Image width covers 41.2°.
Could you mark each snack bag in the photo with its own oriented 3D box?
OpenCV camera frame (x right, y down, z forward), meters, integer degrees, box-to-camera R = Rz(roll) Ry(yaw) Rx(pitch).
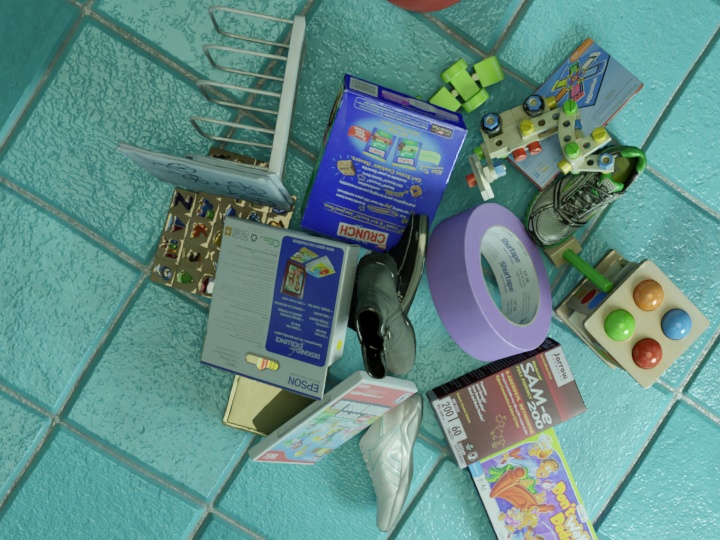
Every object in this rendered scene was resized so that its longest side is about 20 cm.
[{"bbox_3d":[-0.189,-0.119,1.212,0.199,0.189,0.022,13,85,6],"label":"snack bag"}]

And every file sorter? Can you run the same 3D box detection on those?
[{"bbox_3d":[-0.146,-0.221,1.235,0.124,0.139,0.202,9,88,-2],"label":"file sorter"}]

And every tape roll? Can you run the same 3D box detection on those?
[{"bbox_3d":[0.173,0.015,1.268,0.065,0.200,0.201,-22,100,39],"label":"tape roll"}]

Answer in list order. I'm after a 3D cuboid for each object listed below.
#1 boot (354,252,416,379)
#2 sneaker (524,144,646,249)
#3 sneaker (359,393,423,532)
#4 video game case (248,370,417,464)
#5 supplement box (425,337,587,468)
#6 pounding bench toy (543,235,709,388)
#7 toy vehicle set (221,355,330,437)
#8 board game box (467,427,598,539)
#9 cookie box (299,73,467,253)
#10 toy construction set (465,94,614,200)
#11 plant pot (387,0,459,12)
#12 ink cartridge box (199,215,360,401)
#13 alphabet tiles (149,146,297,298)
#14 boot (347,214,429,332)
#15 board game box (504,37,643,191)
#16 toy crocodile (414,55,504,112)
[{"bbox_3d":[0.023,0.089,1.193,0.067,0.131,0.201,-5,129,12],"label":"boot"},{"bbox_3d":[0.306,-0.108,1.310,0.200,0.085,0.078,-42,95,-8],"label":"sneaker"},{"bbox_3d":[0.037,0.267,1.353,0.080,0.070,0.202,9,92,9],"label":"sneaker"},{"bbox_3d":[-0.035,0.200,1.275,0.200,0.143,0.018,-38,61,21],"label":"video game case"},{"bbox_3d":[0.206,0.186,1.356,0.199,0.061,0.109,-24,97,-3],"label":"supplement box"},{"bbox_3d":[0.343,0.038,1.303,0.200,0.156,0.124,44,91,-7],"label":"pounding bench toy"},{"bbox_3d":[-0.107,0.135,1.340,0.123,0.027,0.201,17,94,-6],"label":"toy vehicle set"},{"bbox_3d":[0.247,0.335,1.382,0.134,0.045,0.201,-24,97,-2],"label":"board game box"},{"bbox_3d":[0.026,-0.132,1.268,0.170,0.075,0.201,18,115,-7],"label":"cookie box"},{"bbox_3d":[0.227,-0.162,1.273,0.199,0.092,0.132,-18,74,-3],"label":"toy construction set"},{"bbox_3d":[0.102,-0.439,1.212,0.199,0.177,0.202,-2,99,-10],"label":"plant pot"},{"bbox_3d":[-0.106,0.046,1.247,0.197,0.047,0.201,14,99,27],"label":"ink cartridge box"},{"bbox_3d":[-0.184,-0.060,1.311,0.166,0.008,0.201,16,90,2],"label":"alphabet tiles"},{"bbox_3d":[0.000,0.002,1.260,0.153,0.074,0.205,16,123,-3],"label":"boot"},{"bbox_3d":[0.283,-0.216,1.323,0.200,0.019,0.103,-46,77,1],"label":"board game box"},{"bbox_3d":[0.110,-0.226,1.309,0.200,0.062,0.068,-39,98,5],"label":"toy crocodile"}]
